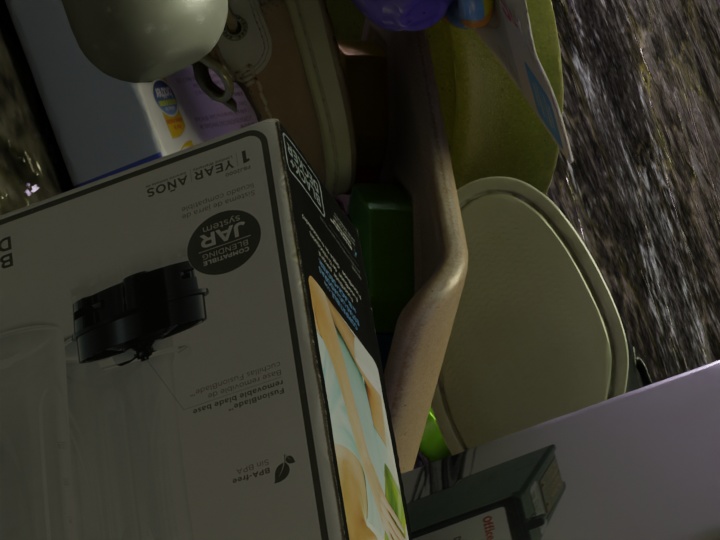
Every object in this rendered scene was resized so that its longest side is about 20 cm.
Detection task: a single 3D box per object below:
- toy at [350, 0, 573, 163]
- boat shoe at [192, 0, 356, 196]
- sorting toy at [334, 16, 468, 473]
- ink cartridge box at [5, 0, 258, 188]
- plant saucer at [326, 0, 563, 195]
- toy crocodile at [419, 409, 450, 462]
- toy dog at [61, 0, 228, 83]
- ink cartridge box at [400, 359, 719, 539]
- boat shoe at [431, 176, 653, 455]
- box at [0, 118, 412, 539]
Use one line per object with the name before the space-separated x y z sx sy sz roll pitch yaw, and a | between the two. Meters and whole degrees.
toy | -0.002 -0.126 0.888 0.200 0.047 0.115 62 -3 36
boat shoe | -0.054 -0.111 0.881 0.073 0.063 0.201 -116 -174 -67
sorting toy | 0.000 0.000 0.962 0.185 0.036 0.200 103 -11 -45
ink cartridge box | -0.078 -0.077 0.913 0.200 0.042 0.119 67 15 -1
plant saucer | 0.006 -0.097 1.061 0.200 0.031 0.200 39 -40 43
toy crocodile | 0.069 0.075 1.110 0.200 0.067 0.062 53 5 34
toy dog | -0.109 -0.131 0.779 0.096 0.132 0.200 121 -34 -57
ink cartridge box | 0.039 0.131 0.740 0.084 0.200 0.146 -87 153 -58
boat shoe | 0.073 0.058 0.984 0.066 0.074 0.200 -73 139 -79
box | -0.049 0.072 0.677 0.060 0.117 0.200 55 20 -51
